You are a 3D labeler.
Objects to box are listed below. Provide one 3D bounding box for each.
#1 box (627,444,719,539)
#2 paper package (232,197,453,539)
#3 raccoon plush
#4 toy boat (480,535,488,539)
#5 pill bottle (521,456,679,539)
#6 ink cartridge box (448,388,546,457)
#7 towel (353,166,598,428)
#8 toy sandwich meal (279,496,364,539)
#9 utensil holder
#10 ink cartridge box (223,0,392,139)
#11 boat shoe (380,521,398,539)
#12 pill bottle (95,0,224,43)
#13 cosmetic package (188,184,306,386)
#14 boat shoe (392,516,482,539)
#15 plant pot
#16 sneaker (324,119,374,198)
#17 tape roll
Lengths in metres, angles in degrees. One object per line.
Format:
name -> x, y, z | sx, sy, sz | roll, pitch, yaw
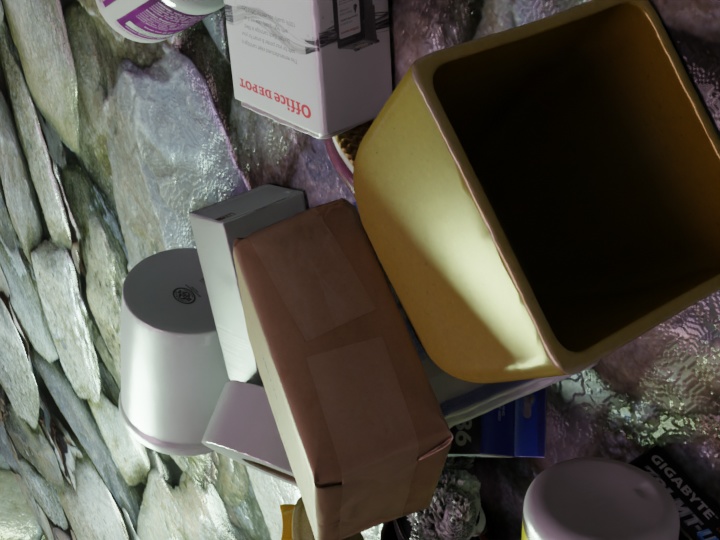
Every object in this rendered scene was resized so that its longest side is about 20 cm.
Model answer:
box -> 0.249, 0.271, 0.816 | 0.199, 0.049, 0.201 | 47, 143, 28
paper package -> -0.018, 0.085, 0.810 | 0.191, 0.103, 0.201 | 92, 157, -62
raccoon plush -> 0.028, 0.179, 0.953 | 0.198, 0.134, 0.097 | 20, 114, 4
toy boat -> 0.094, 0.320, 1.024 | 0.198, 0.132, 0.131 | 9, 162, 26
pill bottle -> 0.170, 0.247, 0.774 | 0.109, 0.109, 0.202 | 29, 132, 44
ink cartridge box -> 0.061, 0.108, 0.896 | 0.199, 0.039, 0.100 | -6, 75, 31
towel -> 0.087, 0.011, 0.833 | 0.146, 0.024, 0.201 | -23, 87, 16
toy sandwich meal -> -0.038, 0.326, 1.106 | 0.206, 0.070, 0.206 | 57, -166, -23
utensil holder -> -0.214, 0.099, 1.289 | 0.170, 0.169, 0.201 | 42, 140, 34
ink cartridge box -> -0.050, -0.234, 0.906 | 0.145, 0.083, 0.202 | 29, 133, 44
boat shoe -> 0.048, 0.305, 1.129 | 0.072, 0.059, 0.201 | 44, 142, 32
pill bottle -> -0.183, -0.300, 1.038 | 0.199, 0.112, 0.113 | -3, 108, 57
cosmetic package -> -0.104, 0.018, 1.130 | 0.090, 0.106, 0.202 | 12, 118, 53
boat shoe -> 0.083, 0.262, 0.969 | 0.200, 0.071, 0.068 | 53, 168, 52
plant pot -> 0.104, -0.036, 0.702 | 0.195, 0.194, 0.200 | 64, 150, 4
sneaker -> 0.026, -0.047, 0.922 | 0.200, 0.075, 0.090 | 53, 141, 23
tape roll -> -0.062, 0.186, 1.099 | 0.201, 0.071, 0.203 | 21, 164, 6
